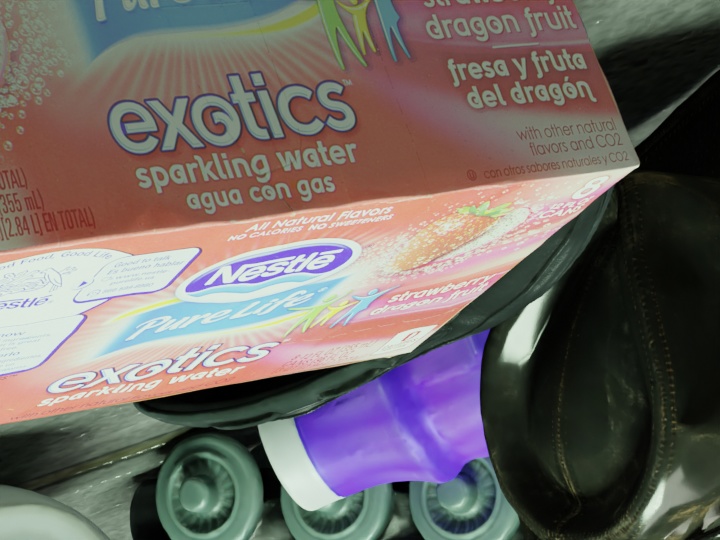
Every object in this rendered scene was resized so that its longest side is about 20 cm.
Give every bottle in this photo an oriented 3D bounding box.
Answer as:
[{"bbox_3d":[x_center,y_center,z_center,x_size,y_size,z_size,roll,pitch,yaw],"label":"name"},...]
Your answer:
[{"bbox_3d":[0.061,0.023,0.944,0.199,0.066,0.084,-24,162,13],"label":"bottle"}]

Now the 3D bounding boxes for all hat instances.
[{"bbox_3d":[0.084,0.025,0.799,0.081,0.202,0.200,15,145,-36],"label":"hat"}]

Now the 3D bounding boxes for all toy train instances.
[{"bbox_3d":[0.003,0.118,1.029,0.199,0.115,0.085,-2,174,26],"label":"toy train"}]

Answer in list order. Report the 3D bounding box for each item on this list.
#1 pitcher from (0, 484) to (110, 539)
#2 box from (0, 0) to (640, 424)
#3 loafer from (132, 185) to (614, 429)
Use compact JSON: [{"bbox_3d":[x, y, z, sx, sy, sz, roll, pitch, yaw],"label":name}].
[{"bbox_3d":[-0.163,0.173,0.985,0.121,0.172,0.200,27,144,-21],"label":"pitcher"},{"bbox_3d":[-0.056,-0.031,0.577,0.199,0.095,0.103,-9,160,-36],"label":"box"},{"bbox_3d":[0.000,0.000,0.783,0.070,0.068,0.200,-27,174,-38],"label":"loafer"}]
